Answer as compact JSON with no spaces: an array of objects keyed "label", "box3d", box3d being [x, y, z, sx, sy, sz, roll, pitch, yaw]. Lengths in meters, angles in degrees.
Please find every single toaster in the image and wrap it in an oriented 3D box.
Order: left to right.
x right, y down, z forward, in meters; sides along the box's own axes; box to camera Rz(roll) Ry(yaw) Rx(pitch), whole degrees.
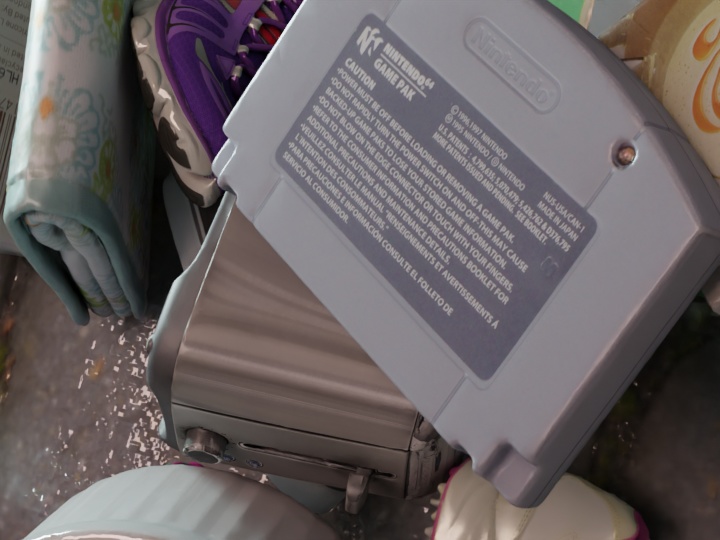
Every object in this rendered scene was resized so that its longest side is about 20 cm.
[{"label":"toaster","box3d":[0.000,0.000,0.794,0.128,0.114,0.201,17,64,6]}]

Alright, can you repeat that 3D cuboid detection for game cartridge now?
[{"label":"game cartridge","box3d":[0.036,-0.032,0.664,0.200,0.041,0.134,47,113,36]}]

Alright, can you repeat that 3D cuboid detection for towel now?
[{"label":"towel","box3d":[-0.128,-0.077,0.901,0.048,0.200,0.173,1,74,0]}]

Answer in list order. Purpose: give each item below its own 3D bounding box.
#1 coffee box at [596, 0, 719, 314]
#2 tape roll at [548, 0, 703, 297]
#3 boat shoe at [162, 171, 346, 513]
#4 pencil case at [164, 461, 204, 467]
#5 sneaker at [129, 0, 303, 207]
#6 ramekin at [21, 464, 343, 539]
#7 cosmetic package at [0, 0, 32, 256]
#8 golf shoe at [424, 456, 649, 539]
[{"label":"coffee box","box3d":[0.186,-0.081,0.634,0.199,0.079,0.115,-38,59,22]},{"label":"tape roll","box3d":[0.159,-0.088,0.738,0.199,0.048,0.203,-11,70,33]},{"label":"boat shoe","box3d":[-0.040,0.015,0.878,0.056,0.068,0.201,-37,56,22]},{"label":"pencil case","box3d":[-0.127,0.166,0.889,0.199,0.088,0.089,-35,58,22]},{"label":"sneaker","box3d":[-0.058,-0.112,0.886,0.083,0.081,0.201,-9,40,10]},{"label":"ramekin","box3d":[-0.077,0.179,0.782,0.198,0.098,0.203,5,110,13]},{"label":"cosmetic package","box3d":[-0.263,-0.110,1.015,0.198,0.167,0.168,6,81,37]},{"label":"golf shoe","box3d":[0.064,0.176,0.751,0.091,0.075,0.202,6,88,19]}]
